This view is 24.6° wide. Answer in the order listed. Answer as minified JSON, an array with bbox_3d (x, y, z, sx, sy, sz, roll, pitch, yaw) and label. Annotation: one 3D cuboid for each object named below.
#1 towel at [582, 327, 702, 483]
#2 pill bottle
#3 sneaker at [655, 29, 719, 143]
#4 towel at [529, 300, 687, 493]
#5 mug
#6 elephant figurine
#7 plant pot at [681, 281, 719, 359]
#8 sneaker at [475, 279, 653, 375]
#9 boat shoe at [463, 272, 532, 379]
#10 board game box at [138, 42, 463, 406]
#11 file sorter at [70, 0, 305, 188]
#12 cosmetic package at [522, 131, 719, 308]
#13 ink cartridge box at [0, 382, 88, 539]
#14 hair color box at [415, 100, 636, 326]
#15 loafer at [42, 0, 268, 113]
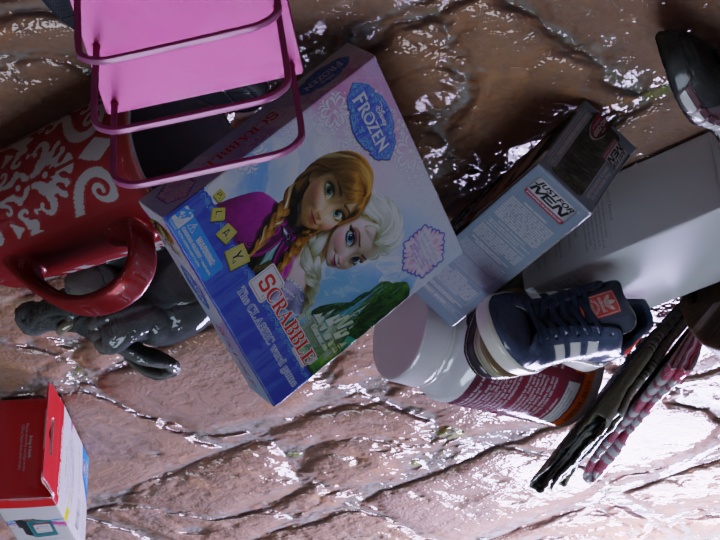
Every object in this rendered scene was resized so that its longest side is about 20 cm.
[{"bbox_3d":[0.291,0.114,1.596,0.030,0.146,0.200,38,136,9],"label":"towel"},{"bbox_3d":[0.120,0.076,1.554,0.200,0.114,0.114,14,145,-28],"label":"pill bottle"},{"bbox_3d":[0.304,-0.150,1.242,0.115,0.076,0.200,-25,154,24],"label":"sneaker"},{"bbox_3d":[0.252,0.121,1.588,0.035,0.200,0.193,40,149,7],"label":"towel"},{"bbox_3d":[-0.216,-0.054,1.261,0.200,0.178,0.134,-18,114,31],"label":"mug"},{"bbox_3d":[-0.203,0.029,1.459,0.141,0.155,0.200,-39,174,-25],"label":"elephant figurine"},{"bbox_3d":[0.402,0.045,1.466,0.198,0.200,0.200,31,136,-34],"label":"plant pot"},{"bbox_3d":[0.174,0.039,1.362,0.084,0.075,0.200,-30,162,32],"label":"sneaker"},{"bbox_3d":[0.126,0.043,1.444,0.065,0.200,0.072,-25,106,30],"label":"boat shoe"},{"bbox_3d":[-0.037,-0.032,1.234,0.199,0.041,0.200,-40,129,-15],"label":"board game box"},{"bbox_3d":[-0.118,-0.168,1.028,0.139,0.125,0.200,-12,127,1],"label":"file sorter"},{"bbox_3d":[0.247,-0.029,1.422,0.200,0.081,0.113,-24,144,30],"label":"cosmetic package"},{"bbox_3d":[-0.339,0.211,1.737,0.067,0.116,0.200,-4,149,2],"label":"ink cartridge box"},{"bbox_3d":[0.128,-0.044,1.354,0.061,0.099,0.200,43,137,-5],"label":"hair color box"},{"bbox_3d":[-0.143,-0.180,1.158,0.072,0.063,0.200,-12,147,44],"label":"loafer"}]
